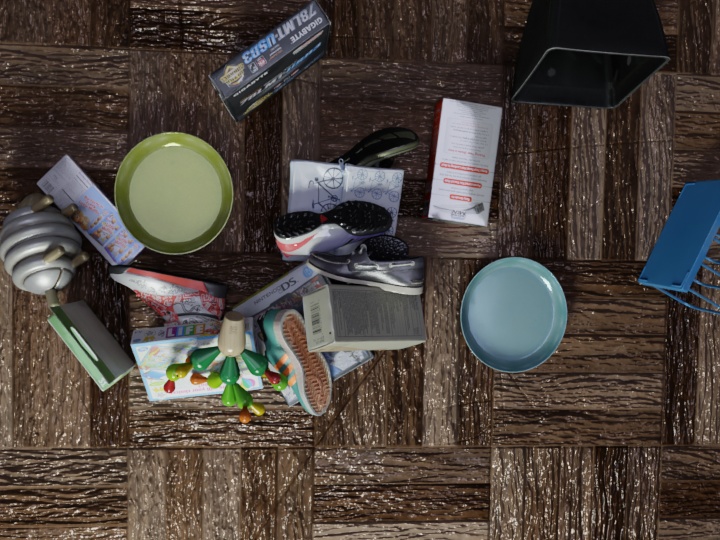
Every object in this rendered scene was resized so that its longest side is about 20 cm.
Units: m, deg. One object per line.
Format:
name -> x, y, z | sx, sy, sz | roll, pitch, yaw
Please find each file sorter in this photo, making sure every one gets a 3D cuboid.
file sorter -> 0.611, -0.038, 1.197 | 0.121, 0.139, 0.204 | 27, 90, -8

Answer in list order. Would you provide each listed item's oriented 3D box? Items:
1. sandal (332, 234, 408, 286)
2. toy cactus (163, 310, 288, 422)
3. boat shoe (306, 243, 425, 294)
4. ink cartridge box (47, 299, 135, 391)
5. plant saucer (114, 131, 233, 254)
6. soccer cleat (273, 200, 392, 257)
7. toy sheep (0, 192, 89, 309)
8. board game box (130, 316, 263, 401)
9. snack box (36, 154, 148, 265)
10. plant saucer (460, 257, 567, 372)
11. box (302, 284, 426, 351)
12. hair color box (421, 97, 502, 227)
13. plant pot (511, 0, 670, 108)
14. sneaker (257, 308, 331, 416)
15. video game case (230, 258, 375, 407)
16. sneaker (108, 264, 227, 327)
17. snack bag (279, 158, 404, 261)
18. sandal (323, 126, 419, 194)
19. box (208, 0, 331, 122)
sandal -> 0.000, 0.000, 1.175 | 0.199, 0.045, 0.075 | -37, 98, 26
toy cactus -> -0.210, 0.148, 1.078 | 0.195, 0.103, 0.169 | 11, 115, 1
boat shoe -> 0.010, -0.013, 1.107 | 0.195, 0.073, 0.064 | 12, 104, 6
ink cartridge box -> -0.433, 0.121, 1.082 | 0.048, 0.200, 0.147 | -37, 95, -4
plant saucer -> -0.313, -0.129, 1.160 | 0.194, 0.031, 0.206 | 0, 90, -8
soccer cleat -> -0.044, -0.064, 1.136 | 0.194, 0.074, 0.070 | -8, 54, -1
toy sheep -> -0.509, -0.034, 1.100 | 0.135, 0.139, 0.204 | -18, 67, -3
board game box -> -0.268, 0.150, 1.144 | 0.194, 0.035, 0.137 | -6, 128, -4
snack box -> -0.449, -0.096, 1.158 | 0.072, 0.024, 0.201 | -42, 95, -3
plant saucer -> 0.272, 0.078, 1.228 | 0.194, 0.027, 0.206 | 0, 93, -5
box -> 0.009, 0.080, 1.122 | 0.196, 0.077, 0.098 | 6, 70, -38
hair color box -> 0.175, -0.184, 1.189 | 0.108, 0.064, 0.206 | 7, 91, -6
plant pot -> 0.372, -0.398, 1.141 | 0.194, 0.200, 0.183 | 3, 80, -5
sneaker -> -0.110, 0.150, 1.146 | 0.071, 0.079, 0.204 | -38, 118, -39
video game case -> -0.099, 0.105, 1.178 | 0.178, 0.026, 0.203 | -30, 96, 9
sneaker -> -0.328, 0.059, 1.147 | 0.196, 0.067, 0.111 | 12, 91, -15
snack bag -> -0.033, -0.093, 1.160 | 0.194, 0.022, 0.193 | 7, 117, -5
sandal -> 0.012, -0.182, 1.176 | 0.198, 0.081, 0.058 | -28, 127, 11
box -> -0.139, -0.326, 1.087 | 0.198, 0.198, 0.050 | -38, 97, -3
